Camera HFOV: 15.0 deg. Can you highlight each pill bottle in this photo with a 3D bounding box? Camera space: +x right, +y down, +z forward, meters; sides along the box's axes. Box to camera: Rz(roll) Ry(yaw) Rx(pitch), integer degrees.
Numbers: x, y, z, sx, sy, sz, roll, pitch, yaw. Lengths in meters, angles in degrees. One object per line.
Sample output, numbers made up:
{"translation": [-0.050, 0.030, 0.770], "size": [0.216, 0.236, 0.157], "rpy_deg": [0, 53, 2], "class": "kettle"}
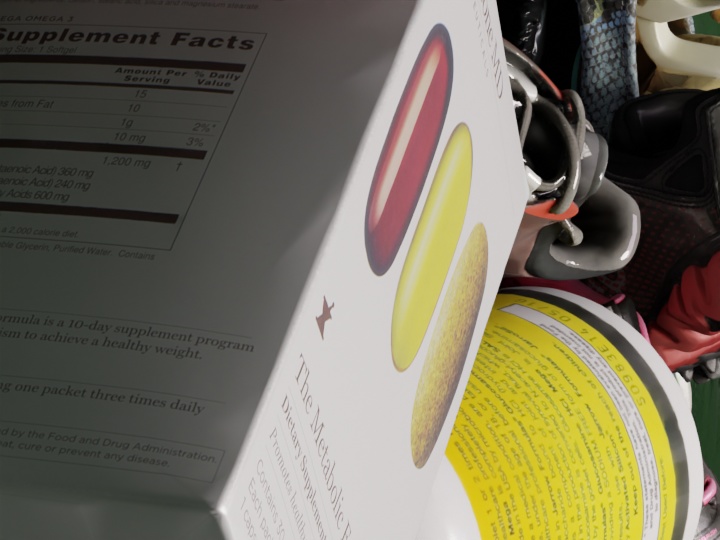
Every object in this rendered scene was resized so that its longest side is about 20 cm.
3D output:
{"translation": [0.007, 0.073, 0.775], "size": [0.200, 0.112, 0.113], "rpy_deg": [-15, 110, -56], "class": "pill bottle"}

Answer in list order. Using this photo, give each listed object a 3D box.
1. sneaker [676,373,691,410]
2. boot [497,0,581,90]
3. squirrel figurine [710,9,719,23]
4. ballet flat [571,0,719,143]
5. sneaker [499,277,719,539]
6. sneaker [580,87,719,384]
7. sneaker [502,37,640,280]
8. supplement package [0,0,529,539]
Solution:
{"translation": [0.090, 0.029, 1.174], "size": [0.089, 0.077, 0.200], "rpy_deg": [-49, 133, -53], "class": "sneaker"}
{"translation": [0.068, -0.106, 1.058], "size": [0.163, 0.073, 0.199], "rpy_deg": [59, 36, -53], "class": "boot"}
{"translation": [0.142, -0.193, 1.100], "size": [0.200, 0.141, 0.187], "rpy_deg": [-17, 89, -54], "class": "squirrel figurine"}
{"translation": [0.108, -0.089, 0.977], "size": [0.074, 0.074, 0.200], "rpy_deg": [-68, 155, -45], "class": "ballet flat"}
{"translation": [0.081, 0.056, 0.929], "size": [0.079, 0.200, 0.095], "rpy_deg": [-25, 152, -35], "class": "sneaker"}
{"translation": [0.112, -0.010, 0.970], "size": [0.098, 0.071, 0.200], "rpy_deg": [67, -22, 10], "class": "sneaker"}
{"translation": [0.030, -0.048, 0.789], "size": [0.200, 0.082, 0.077], "rpy_deg": [35, 66, -60], "class": "sneaker"}
{"translation": [-0.040, 0.007, 0.632], "size": [0.114, 0.109, 0.200], "rpy_deg": [76, 26, -45], "class": "supplement package"}
